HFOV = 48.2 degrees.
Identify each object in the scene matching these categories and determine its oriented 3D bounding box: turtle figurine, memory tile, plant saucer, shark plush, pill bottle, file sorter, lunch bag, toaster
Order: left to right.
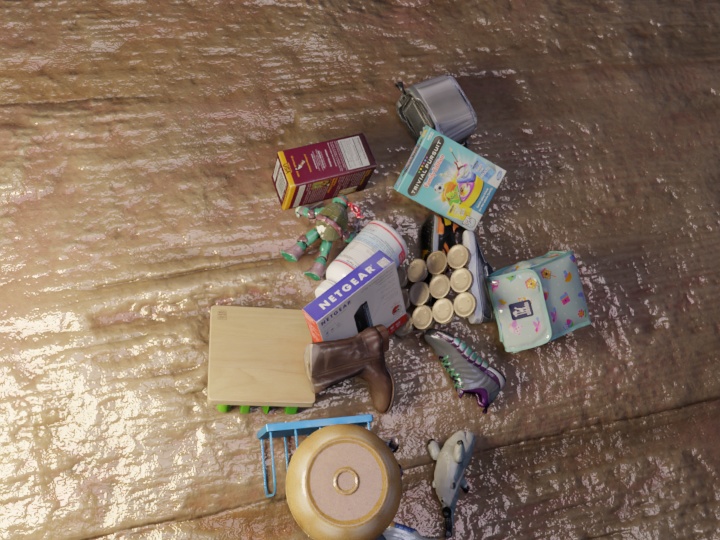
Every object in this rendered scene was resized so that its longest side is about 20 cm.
[{"bbox_3d":[-0.082,0.342,1.482,0.196,0.139,0.125,-2,73,-15],"label":"file sorter"},{"bbox_3d":[-0.073,-0.089,1.670,0.148,0.101,0.202,32,71,-1],"label":"turtle figurine"},{"bbox_3d":[-0.025,0.351,1.330,0.196,0.036,0.204,3,68,-6],"label":"plant saucer"},{"bbox_3d":[0.000,0.000,1.645,0.108,0.109,0.200,41,66,3],"label":"pill bottle"},{"bbox_3d":[0.144,0.041,1.645,0.017,0.198,0.156,20,56,-52],"label":"memory tile"},{"bbox_3d":[0.171,-0.355,1.822,0.128,0.114,0.202,-25,79,-25],"label":"toaster"},{"bbox_3d":[0.191,0.412,1.570,0.083,0.090,0.204,22,57,-39],"label":"shark plush"},{"bbox_3d":[0.366,0.064,1.693,0.197,0.122,0.173,-18,97,-21],"label":"lunch bag"}]

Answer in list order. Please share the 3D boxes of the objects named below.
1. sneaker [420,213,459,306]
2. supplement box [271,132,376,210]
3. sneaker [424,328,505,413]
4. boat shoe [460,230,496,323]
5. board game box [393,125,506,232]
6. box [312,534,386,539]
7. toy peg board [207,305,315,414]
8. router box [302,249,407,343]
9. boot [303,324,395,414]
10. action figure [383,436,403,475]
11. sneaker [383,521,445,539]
[{"bbox_3d":[0.177,-0.018,1.721,0.088,0.070,0.204,12,70,-20],"label":"sneaker"},{"bbox_3d":[-0.078,-0.210,1.701,0.197,0.111,0.087,-16,74,-20],"label":"supplement box"},{"bbox_3d":[0.202,0.203,1.645,0.199,0.074,0.088,36,70,0],"label":"sneaker"},{"bbox_3d":[0.257,0.013,1.729,0.066,0.072,0.204,-2,73,-13],"label":"boat shoe"},{"bbox_3d":[0.194,-0.197,1.745,0.198,0.047,0.153,26,101,-14],"label":"board game box"},{"bbox_3d":[-0.011,0.515,1.401,0.106,0.200,0.149,-35,82,-23],"label":"box"},{"bbox_3d":[-0.195,0.183,1.548,0.196,0.098,0.202,4,54,-14],"label":"toy peg board"},{"bbox_3d":[-0.006,0.088,1.568,0.199,0.181,0.049,-38,50,-19],"label":"router box"},{"bbox_3d":[-0.026,0.209,1.525,0.198,0.064,0.190,-15,103,-42],"label":"boot"},{"bbox_3d":[-0.028,0.344,1.392,0.196,0.069,0.133,-12,85,-14],"label":"action figure"},{"bbox_3d":[0.123,0.540,1.503,0.197,0.075,0.089,17,70,3],"label":"sneaker"}]
